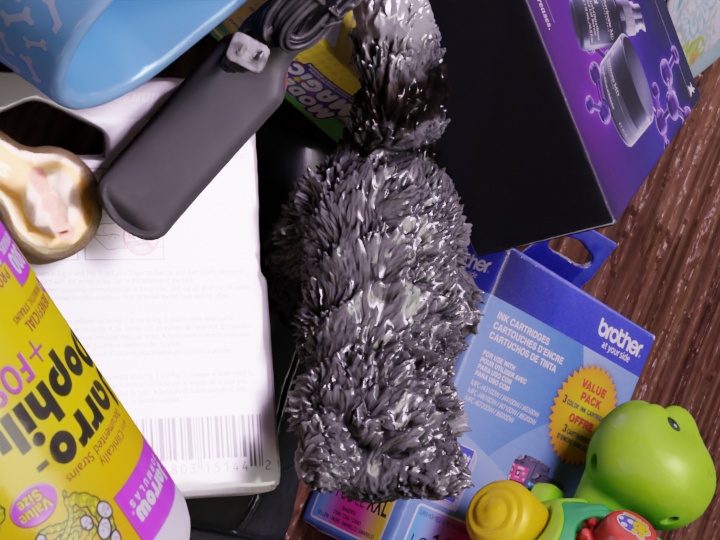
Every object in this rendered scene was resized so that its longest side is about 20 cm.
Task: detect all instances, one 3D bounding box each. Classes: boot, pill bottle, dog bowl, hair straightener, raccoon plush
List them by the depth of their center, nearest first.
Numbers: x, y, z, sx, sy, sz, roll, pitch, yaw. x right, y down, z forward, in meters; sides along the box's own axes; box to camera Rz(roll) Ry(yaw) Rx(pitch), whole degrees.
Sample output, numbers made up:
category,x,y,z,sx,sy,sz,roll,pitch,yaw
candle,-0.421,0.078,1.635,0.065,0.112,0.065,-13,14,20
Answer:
category,x,y,z,sx,sy,sz,roll,pitch,yaw
pill bottle,-0.130,0.077,0.652,0.104,0.104,0.201,-41,112,-25
dog bowl,-0.056,-0.135,0.653,0.200,0.112,0.050,-40,80,-9
hair straightener,-0.026,-0.085,0.690,0.200,0.077,0.041,-41,100,11
raccoon plush,0.000,0.000,0.731,0.096,0.135,0.202,-9,123,4
boot,-0.068,0.027,0.827,0.164,0.065,0.202,22,89,-47

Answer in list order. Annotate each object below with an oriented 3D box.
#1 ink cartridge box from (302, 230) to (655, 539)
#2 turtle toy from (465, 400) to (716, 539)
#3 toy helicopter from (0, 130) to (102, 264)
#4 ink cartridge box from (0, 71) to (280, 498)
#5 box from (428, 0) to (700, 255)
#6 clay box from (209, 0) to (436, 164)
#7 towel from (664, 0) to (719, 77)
category,x,y,z,sx,sy,sz,roll,pitch,yaw
ink cartridge box,0.070,0.067,0.949,0.136,0.076,0.202,27,81,-41
turtle toy,0.121,0.158,0.883,0.146,0.100,0.202,45,48,-48
toy helicopter,-0.180,-0.074,0.686,0.199,0.079,0.133,35,65,-26
ink cartridge box,-0.136,0.009,0.744,0.198,0.045,0.178,0,81,-23
box,0.071,-0.132,0.812,0.202,0.078,0.141,65,33,-18
clay box,0.007,-0.115,0.822,0.200,0.047,0.116,39,50,-44
towel,0.178,-0.186,0.939,0.200,0.048,0.173,-43,146,-48
